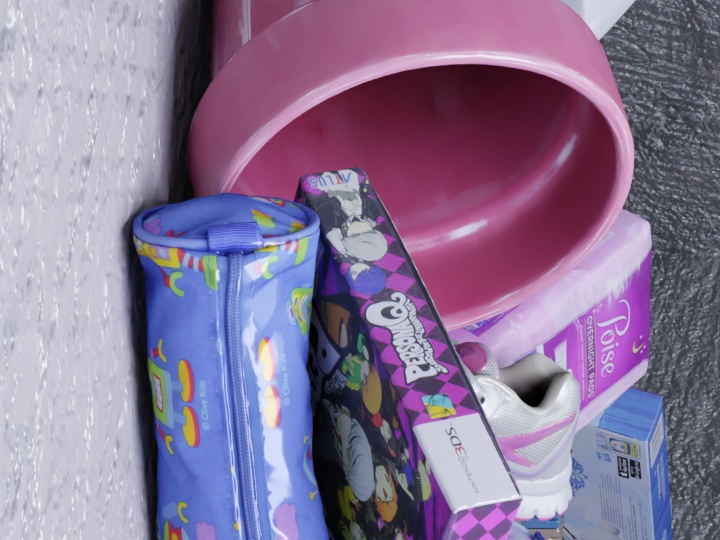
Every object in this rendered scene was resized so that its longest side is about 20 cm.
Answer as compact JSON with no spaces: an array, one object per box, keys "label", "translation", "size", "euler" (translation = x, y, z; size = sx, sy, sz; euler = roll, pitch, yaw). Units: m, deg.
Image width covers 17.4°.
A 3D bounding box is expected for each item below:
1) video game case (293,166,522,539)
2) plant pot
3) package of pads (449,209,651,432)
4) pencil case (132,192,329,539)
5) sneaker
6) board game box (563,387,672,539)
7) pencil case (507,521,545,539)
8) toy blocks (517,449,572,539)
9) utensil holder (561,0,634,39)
[{"label":"video game case","translation":[-0.001,0.089,1.015],"size":[0.200,0.036,0.182],"euler":[107,-33,-46]},{"label":"plant pot","translation":[0.010,-0.096,1.088],"size":[0.200,0.199,0.179],"euler":[76,0,-55]},{"label":"package of pads","translation":[0.085,0.052,1.349],"size":[0.200,0.076,0.121],"euler":[-35,136,-37]},{"label":"pencil case","translation":[-0.049,0.069,0.972],"size":[0.087,0.078,0.201],"euler":[-147,-128,-73]},{"label":"sneaker","translation":[0.031,0.076,1.207],"size":[0.081,0.199,0.089],"euler":[38,-60,47]},{"label":"board game box","translation":[0.120,0.131,1.674],"size":[0.200,0.198,0.043],"euler":[77,33,-54]},{"label":"pencil case","translation":[0.039,0.221,1.304],"size":[0.091,0.083,0.200],"euler":[51,-46,35]},{"label":"toy blocks","translation":[0.081,0.160,1.620],"size":[0.100,0.136,0.201],"euler":[-81,167,-48]},{"label":"utensil holder","translation":[0.106,-0.217,1.363],"size":[0.200,0.169,0.170],"euler":[-50,144,-40]}]
